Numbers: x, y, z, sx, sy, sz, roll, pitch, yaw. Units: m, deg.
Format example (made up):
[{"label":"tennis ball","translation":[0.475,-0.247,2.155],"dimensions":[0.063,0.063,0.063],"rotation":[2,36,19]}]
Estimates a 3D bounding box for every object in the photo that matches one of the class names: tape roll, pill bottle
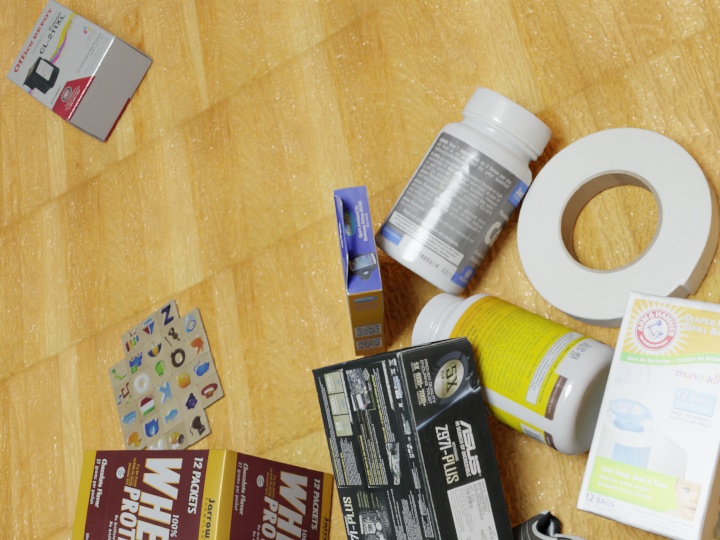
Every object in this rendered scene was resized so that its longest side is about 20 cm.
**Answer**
[{"label":"tape roll","translation":[0.254,-0.043,1.015],"dimensions":[0.201,0.037,0.205],"rotation":[-13,66,30]},{"label":"pill bottle","translation":[0.111,-0.084,1.078],"dimensions":[0.114,0.114,0.201],"rotation":[36,95,37]},{"label":"pill bottle","translation":[0.148,0.092,0.993],"dimensions":[0.199,0.109,0.110],"rotation":[25,88,37]}]

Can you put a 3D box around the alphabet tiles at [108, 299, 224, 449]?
[{"label":"alphabet tiles","translation":[-0.254,0.144,1.311],"dimensions":[0.166,0.006,0.201],"rotation":[-34,58,19]}]

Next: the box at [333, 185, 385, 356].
[{"label":"box","translation":[0.000,0.000,1.077],"dimensions":[0.041,0.200,0.120],"rotation":[-7,66,-3]}]

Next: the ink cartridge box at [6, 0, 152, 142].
[{"label":"ink cartridge box","translation":[-0.431,-0.306,1.542],"dimensions":[0.199,0.083,0.147],"rotation":[33,93,37]}]

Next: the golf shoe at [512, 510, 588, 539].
[{"label":"golf shoe","translation":[0.179,0.281,0.895],"dimensions":[0.094,0.078,0.200],"rotation":[-44,29,-1]}]

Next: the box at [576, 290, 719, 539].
[{"label":"box","translation":[0.279,0.131,0.894],"dimensions":[0.112,0.101,0.202],"rotation":[11,80,35]}]

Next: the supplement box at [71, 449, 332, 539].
[{"label":"supplement box","translation":[-0.166,0.271,1.086],"dimensions":[0.198,0.197,0.134],"rotation":[-7,70,31]}]

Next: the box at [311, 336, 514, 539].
[{"label":"box","translation":[0.046,0.177,0.974],"dimensions":[0.163,0.085,0.202],"rotation":[-20,81,56]}]
